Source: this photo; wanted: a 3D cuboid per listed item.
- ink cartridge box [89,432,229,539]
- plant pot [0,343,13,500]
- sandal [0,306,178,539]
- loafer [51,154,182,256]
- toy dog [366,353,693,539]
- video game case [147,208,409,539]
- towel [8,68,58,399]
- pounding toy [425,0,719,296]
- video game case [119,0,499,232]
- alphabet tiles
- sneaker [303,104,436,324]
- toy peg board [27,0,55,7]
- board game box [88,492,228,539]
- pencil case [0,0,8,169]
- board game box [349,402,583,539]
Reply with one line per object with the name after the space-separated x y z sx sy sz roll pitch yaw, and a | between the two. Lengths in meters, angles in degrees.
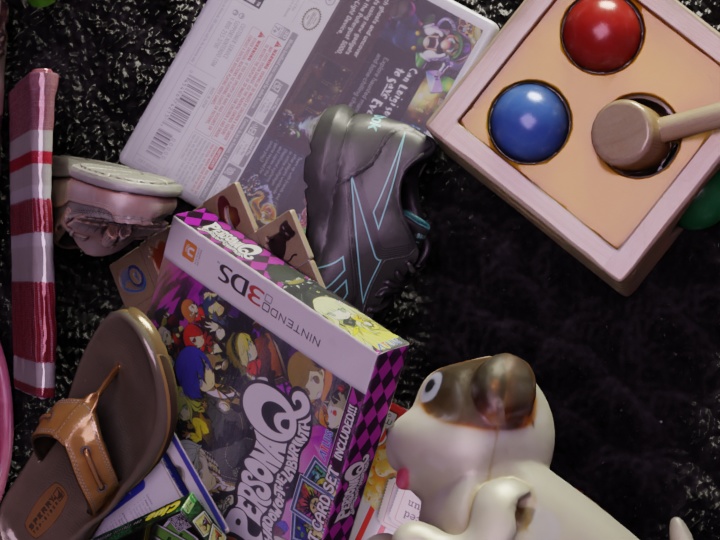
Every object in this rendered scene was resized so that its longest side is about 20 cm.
-0.158 0.165 1.440 0.200 0.039 0.100 -37 77 33 | ink cartridge box
-0.347 0.095 1.454 0.178 0.200 0.201 -7 82 24 | plant pot
-0.173 0.111 1.384 0.080 0.054 0.200 47 120 21 | sandal
-0.158 -0.035 1.436 0.071 0.200 0.063 9 94 -18 | loafer
0.092 0.147 1.349 0.193 0.140 0.201 -26 82 -9 | toy dog
-0.068 0.091 1.407 0.181 0.036 0.201 34 119 32 | video game case
-0.205 -0.022 1.452 0.023 0.144 0.201 -1 90 -13 | towel
0.175 -0.095 1.404 0.200 0.142 0.184 39 91 11 | pounding toy
-0.034 -0.115 1.502 0.181 0.023 0.201 29 88 11 | video game case
-0.088 0.047 1.444 0.200 0.006 0.167 -30 78 40 | alphabet tiles
0.000 0.000 1.430 0.079 0.075 0.201 9 102 11 | sneaker
-0.174 -0.280 1.512 0.199 0.098 0.200 -15 60 6 | toy peg board
-0.084 0.232 1.397 0.104 0.023 0.200 -26 109 34 | board game box
-0.277 -0.089 1.510 0.077 0.089 0.201 5 84 -34 | pencil case
0.031 0.198 1.444 0.151 0.046 0.201 24 88 11 | board game box
